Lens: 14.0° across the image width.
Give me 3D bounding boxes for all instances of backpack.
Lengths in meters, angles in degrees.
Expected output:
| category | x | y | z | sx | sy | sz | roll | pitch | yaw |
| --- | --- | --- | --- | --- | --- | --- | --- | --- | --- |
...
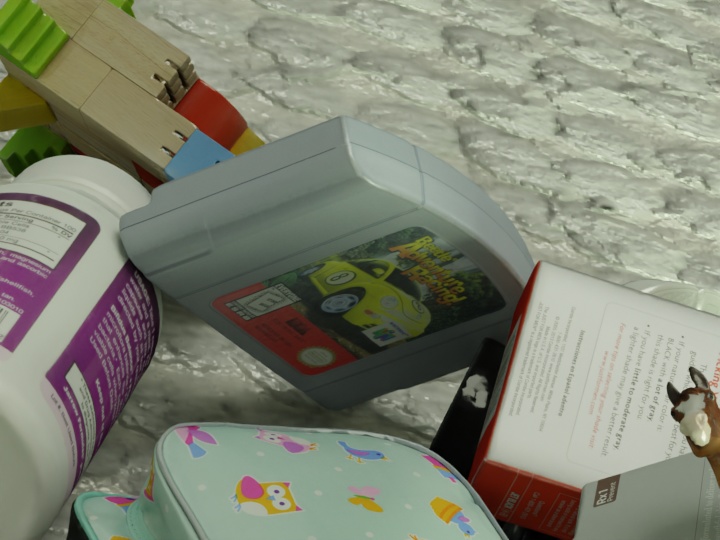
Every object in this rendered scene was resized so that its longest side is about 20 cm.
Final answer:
| category | x | y | z | sx | sy | sz | roll | pitch | yaw |
| --- | --- | --- | --- | --- | --- | --- | --- | --- | --- |
| backpack | -0.010 | 0.152 | 1.140 | 0.200 | 0.154 | 0.176 | 9 | 30 | -36 |

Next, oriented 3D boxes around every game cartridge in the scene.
| category | x | y | z | sx | sy | sz | roll | pitch | yaw |
| --- | --- | --- | --- | --- | --- | --- | --- | --- | --- |
| game cartridge | 0.000 | 0.000 | 1.300 | 0.200 | 0.133 | 0.041 | 39 | 33 | -53 |

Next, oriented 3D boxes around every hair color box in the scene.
| category | x | y | z | sx | sy | sz | roll | pitch | yaw |
| --- | --- | --- | --- | --- | --- | --- | --- | --- | --- |
| hair color box | 0.153 | 0.078 | 1.239 | 0.200 | 0.061 | 0.102 | 18 | 64 | 0 |

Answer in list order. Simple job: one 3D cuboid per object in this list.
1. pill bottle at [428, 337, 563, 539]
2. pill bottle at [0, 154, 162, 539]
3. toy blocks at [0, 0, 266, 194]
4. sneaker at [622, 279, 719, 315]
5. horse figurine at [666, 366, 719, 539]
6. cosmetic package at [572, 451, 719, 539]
| category | x | y | z | sx | sy | sz | roll | pitch | yaw |
| --- | --- | --- | --- | --- | --- | --- | --- | --- | --- |
| pill bottle | 0.126 | 0.112 | 1.315 | 0.200 | 0.112 | 0.112 | 27 | 33 | 3 |
| pill bottle | -0.150 | 0.031 | 1.251 | 0.112 | 0.112 | 0.200 | 26 | 33 | 2 |
| toy blocks | -0.090 | -0.057 | 1.386 | 0.137 | 0.200 | 0.100 | 35 | 78 | 16 |
| sneaker | 0.147 | 0.046 | 1.431 | 0.082 | 0.077 | 0.200 | 28 | -3 | 33 |
| horse figurine | 0.188 | 0.126 | 1.061 | 0.200 | 0.050 | 0.133 | 32 | 17 | -7 |
| cosmetic package | 0.158 | 0.178 | 1.171 | 0.090 | 0.200 | 0.107 | -17 | 29 | 20 |
